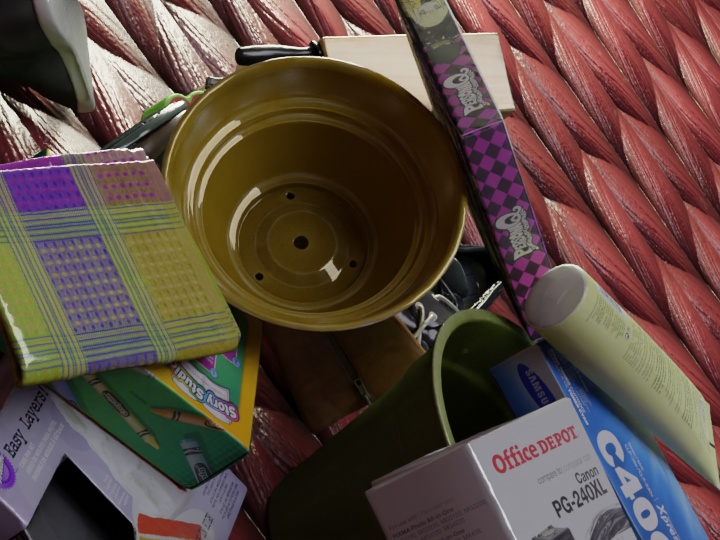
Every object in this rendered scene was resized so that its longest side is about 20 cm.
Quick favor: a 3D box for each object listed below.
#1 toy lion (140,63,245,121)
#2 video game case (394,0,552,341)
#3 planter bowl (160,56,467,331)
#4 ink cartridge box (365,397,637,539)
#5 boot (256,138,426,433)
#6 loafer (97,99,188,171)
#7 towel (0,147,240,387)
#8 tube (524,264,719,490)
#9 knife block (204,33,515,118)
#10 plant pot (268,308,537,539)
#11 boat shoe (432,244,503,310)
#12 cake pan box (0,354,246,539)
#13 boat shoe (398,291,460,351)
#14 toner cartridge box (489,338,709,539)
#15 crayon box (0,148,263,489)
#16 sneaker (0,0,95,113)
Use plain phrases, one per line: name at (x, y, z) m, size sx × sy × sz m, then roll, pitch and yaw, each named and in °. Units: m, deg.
toy lion at (-0.082, -0.055, 1.856) m, size 0.200 × 0.069 × 0.192 m, roll 49°, pitch 38°, yaw -17°
video game case at (0.082, -0.080, 1.724) m, size 0.182 × 0.036 × 0.200 m, roll -111°, pitch 179°, yaw -48°
planter bowl at (-0.035, -0.034, 1.655) m, size 0.199 × 0.084 × 0.201 m, roll 4°, pitch 63°, yaw -7°
ink cartridge box at (0.106, 0.190, 1.511) m, size 0.145 × 0.083 × 0.201 m, roll -17°, pitch 80°, yaw -59°
boot at (0.000, 0.000, 1.769) m, size 0.200 × 0.188 × 0.069 m, roll 58°, pitch 3°, yaw -20°
loafer at (-0.168, -0.049, 1.703) m, size 0.063 × 0.072 × 0.200 m, roll 55°, pitch 40°, yaw -7°
towel at (-0.160, -0.003, 1.503) m, size 0.200 × 0.023 × 0.144 m, roll -10°, pitch 70°, yaw -54°
tube at (0.185, 0.071, 1.688) m, size 0.200 × 0.052 × 0.058 m, roll 40°, pitch 75°, yaw -36°
knife block at (-0.005, -0.132, 1.808) m, size 0.176 × 0.199 × 0.064 m, roll 28°, pitch 48°, yaw -71°
plant pot at (0.045, 0.158, 1.715) m, size 0.200 × 0.190 × 0.201 m, roll 37°, pitch 36°, yaw -33°
boat shoe at (0.062, 0.013, 1.998) m, size 0.199 × 0.066 × 0.075 m, roll -2°, pitch 66°, yaw -57°
cake pan box at (-0.167, 0.140, 1.550) m, size 0.184 × 0.052 × 0.200 m, roll 47°, pitch 31°, yaw -15°
boat shoe at (0.045, 0.051, 1.908) m, size 0.060 × 0.074 × 0.200 m, roll 25°, pitch -14°, yaw 44°
toner cartridge box at (0.168, 0.137, 1.686) m, size 0.201 × 0.043 × 0.095 m, roll 62°, pitch 28°, yaw 5°
crayon box at (-0.151, 0.032, 1.569) m, size 0.200 × 0.058 × 0.119 m, roll 40°, pitch 33°, yaw -28°
sneaker at (-0.237, -0.149, 1.694) m, size 0.200 × 0.099 × 0.071 m, roll 70°, pitch 9°, yaw -75°
